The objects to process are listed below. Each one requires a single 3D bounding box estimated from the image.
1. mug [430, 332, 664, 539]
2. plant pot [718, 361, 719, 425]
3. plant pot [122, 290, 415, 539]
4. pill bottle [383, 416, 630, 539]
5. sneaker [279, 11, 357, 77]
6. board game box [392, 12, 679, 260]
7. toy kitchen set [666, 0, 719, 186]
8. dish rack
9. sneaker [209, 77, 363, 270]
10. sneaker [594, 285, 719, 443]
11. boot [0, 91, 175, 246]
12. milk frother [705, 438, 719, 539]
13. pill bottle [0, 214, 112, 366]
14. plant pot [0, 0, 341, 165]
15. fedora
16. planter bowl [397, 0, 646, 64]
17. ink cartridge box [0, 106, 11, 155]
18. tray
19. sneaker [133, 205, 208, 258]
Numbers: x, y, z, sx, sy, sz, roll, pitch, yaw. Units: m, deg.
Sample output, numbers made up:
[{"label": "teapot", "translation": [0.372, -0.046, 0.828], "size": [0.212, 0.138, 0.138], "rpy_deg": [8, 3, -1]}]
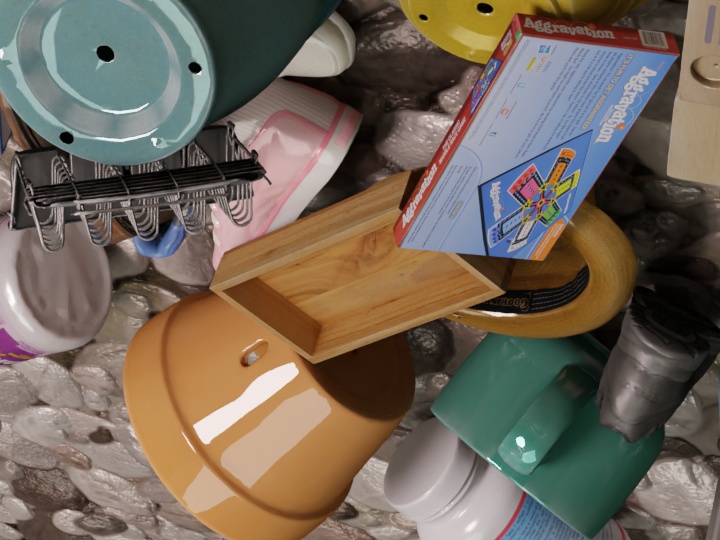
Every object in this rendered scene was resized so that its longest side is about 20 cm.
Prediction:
[{"label": "mug", "translation": [0.147, 0.106, 1.741], "size": [0.152, 0.114, 0.185], "rpy_deg": [38, -179, -25]}, {"label": "plant pot", "translation": [0.322, 0.092, 1.608], "size": [0.141, 0.200, 0.141], "rpy_deg": [-16, 134, 40]}, {"label": "plant pot", "translation": [-0.054, 0.085, 1.798], "size": [0.200, 0.200, 0.140], "rpy_deg": [36, 127, -26]}, {"label": "pill bottle", "translation": [0.116, 0.201, 1.948], "size": [0.200, 0.109, 0.109], "rpy_deg": [38, 142, -27]}, {"label": "sneaker", "translation": [-0.102, -0.145, 1.569], "size": [0.200, 0.081, 0.075], "rpy_deg": [10, 144, 9]}, {"label": "board game box", "translation": [0.102, -0.076, 1.467], "size": [0.103, 0.019, 0.200], "rpy_deg": [6, 141, -21]}, {"label": "toy kitchen set", "translation": [0.279, -0.083, 1.405], "size": [0.200, 0.163, 0.181], "rpy_deg": [11, 146, 10]}, {"label": "dish rack", "translation": [-0.130, -0.046, 1.438], "size": [0.153, 0.055, 0.200], "rpy_deg": [-9, -168, -9]}, {"label": "sneaker", "translation": [-0.082, -0.070, 1.676], "size": [0.105, 0.075, 0.200], "rpy_deg": [27, 143, -10]}, {"label": "sneaker", "translation": [0.196, 0.066, 1.665], "size": [0.076, 0.091, 0.200], "rpy_deg": [29, -168, 14]}, {"label": "boot", "translation": [-0.159, -0.099, 1.559], "size": [0.097, 0.075, 0.200], "rpy_deg": [-17, 141, 14]}, {"label": "milk frother", "translation": [0.323, 0.248, 1.847], "size": [0.180, 0.188, 0.200], "rpy_deg": [22, 147, -5]}, {"label": "pill bottle", "translation": [-0.294, 0.022, 1.873], "size": [0.200, 0.112, 0.112], "rpy_deg": [-14, 136, 39]}, {"label": "plant pot", "translation": [-0.119, -0.162, 1.402], "size": [0.200, 0.188, 0.200], "rpy_deg": [9, 127, 11]}, {"label": "fedora", "translation": [0.095, -0.034, 1.637], "size": [0.200, 0.082, 0.201], "rpy_deg": [14, 149, 9]}, {"label": "planter bowl", "translation": [0.081, -0.179, 1.430], "size": [0.200, 0.084, 0.201], "rpy_deg": [12, 146, 8]}, {"label": "ink cartridge box", "translation": [-0.326, -0.166, 1.648], "size": [0.200, 0.076, 0.137], "rpy_deg": [16, 147, 5]}, {"label": "tray", "translation": [0.000, 0.000, 1.627], "size": [0.099, 0.037, 0.200], "rpy_deg": [37, 143, -26]}, {"label": "sneaker", "translation": [-0.149, -0.082, 1.676], "size": [0.077, 0.085, 0.200], "rpy_deg": [4, 144, 20]}]
